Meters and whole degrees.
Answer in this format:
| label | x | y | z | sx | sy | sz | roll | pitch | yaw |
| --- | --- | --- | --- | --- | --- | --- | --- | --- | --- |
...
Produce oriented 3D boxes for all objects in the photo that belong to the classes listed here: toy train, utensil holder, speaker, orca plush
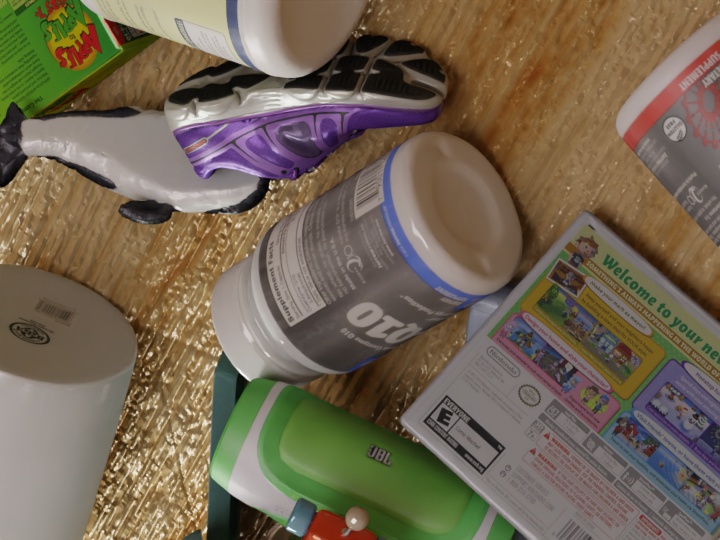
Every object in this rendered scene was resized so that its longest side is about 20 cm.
| label | x | y | z | sx | sy | sz | roll | pitch | yaw |
| --- | --- | --- | --- | --- | --- | --- | --- | --- | --- |
| toy train | 0.028 | 0.224 | 1.538 | 0.199 | 0.056 | 0.150 | 28 | 154 | -5 |
| utensil holder | -0.265 | 0.120 | 1.765 | 0.169 | 0.170 | 0.201 | 31 | 120 | 20 |
| speaker | 0.005 | 0.145 | 1.583 | 0.199 | 0.089 | 0.089 | 24 | 119 | 5 |
| orca plush | -0.156 | -0.064 | 1.687 | 0.199 | 0.106 | 0.071 | -3 | 150 | 8 |

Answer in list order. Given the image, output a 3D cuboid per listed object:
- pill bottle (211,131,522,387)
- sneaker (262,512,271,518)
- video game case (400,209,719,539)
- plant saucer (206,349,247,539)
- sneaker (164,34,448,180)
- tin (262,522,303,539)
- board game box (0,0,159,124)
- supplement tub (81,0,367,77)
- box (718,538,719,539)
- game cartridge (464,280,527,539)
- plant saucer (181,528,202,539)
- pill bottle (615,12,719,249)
| label | x | y | z | sx | sy | sz | roll | pitch | yaw |
| --- | --- | --- | --- | --- | --- | --- | --- | --- | --- |
| pill bottle | 0.000 | 0.000 | 1.584 | 0.200 | 0.114 | 0.114 | -31 | 89 | 37 |
| sneaker | -0.004 | 0.158 | 1.658 | 0.200 | 0.077 | 0.086 | 34 | 112 | 30 |
| video game case | 0.156 | 0.093 | 1.508 | 0.200 | 0.022 | 0.182 | 41 | 88 | 15 |
| plant saucer | -0.097 | 0.151 | 1.733 | 0.019 | 0.070 | 0.201 | 5 | 112 | 4 |
| sneaker | -0.031 | -0.102 | 1.594 | 0.199 | 0.081 | 0.084 | -5 | 121 | 26 |
| tin | -0.067 | 0.267 | 1.732 | 0.201 | 0.042 | 0.112 | -60 | 31 | 33 |
| board game box | -0.245 | -0.160 | 1.727 | 0.200 | 0.048 | 0.102 | -31 | 89 | 37 |
| supplement tub | -0.103 | -0.218 | 1.555 | 0.199 | 0.145 | 0.146 | 20 | 116 | 25 |
| box | 0.176 | 0.195 | 1.554 | 0.118 | 0.042 | 0.201 | 2 | 116 | 10 |
| game cartridge | 0.125 | 0.114 | 1.594 | 0.133 | 0.040 | 0.201 | 16 | 115 | 24 |
| plant saucer | -0.120 | 0.281 | 1.668 | 0.027 | 0.200 | 0.201 | -2 | 110 | -7 |
| pill bottle | 0.254 | -0.051 | 1.403 | 0.200 | 0.116 | 0.116 | 49 | 125 | 8 |
